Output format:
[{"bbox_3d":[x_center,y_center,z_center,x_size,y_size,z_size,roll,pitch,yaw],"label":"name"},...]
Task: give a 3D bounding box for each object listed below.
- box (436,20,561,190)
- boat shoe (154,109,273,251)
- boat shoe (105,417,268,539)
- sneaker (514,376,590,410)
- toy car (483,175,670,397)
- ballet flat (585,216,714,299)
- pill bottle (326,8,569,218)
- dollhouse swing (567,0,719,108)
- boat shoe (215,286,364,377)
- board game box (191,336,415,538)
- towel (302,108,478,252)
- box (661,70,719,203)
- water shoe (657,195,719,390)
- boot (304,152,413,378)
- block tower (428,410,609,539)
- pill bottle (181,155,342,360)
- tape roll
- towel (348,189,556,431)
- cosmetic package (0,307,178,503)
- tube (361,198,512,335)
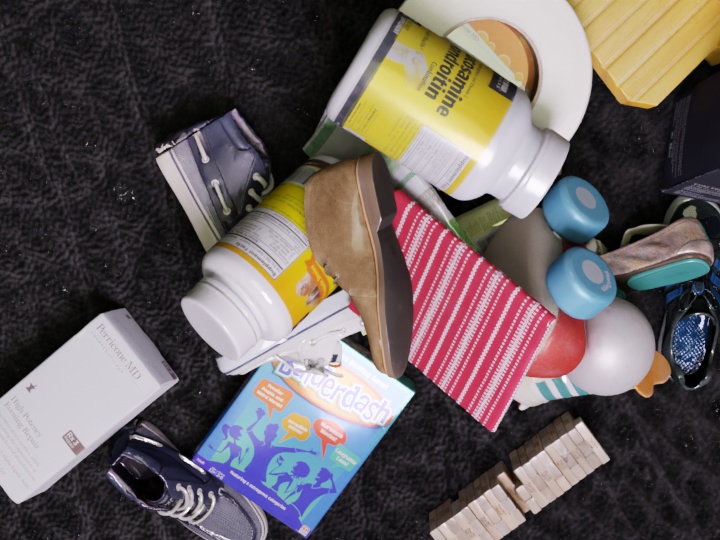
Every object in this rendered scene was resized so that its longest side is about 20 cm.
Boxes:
[{"bbox_3d":[0.121,-0.190,1.236,0.123,0.098,0.201,-8,102,3],"label":"box"},{"bbox_3d":[-0.118,-0.065,1.266,0.092,0.075,0.201,-29,100,13],"label":"boat shoe"},{"bbox_3d":[-0.185,0.242,1.332,0.200,0.093,0.075,36,100,-7],"label":"boat shoe"},{"bbox_3d":[0.204,0.103,1.325,0.198,0.071,0.094,6,136,-12],"label":"sneaker"},{"bbox_3d":[0.215,0.047,1.219,0.199,0.178,0.184,26,133,-21],"label":"toy car"},{"bbox_3d":[0.263,-0.005,1.288,0.199,0.068,0.068,-18,58,29],"label":"ballet flat"},{"bbox_3d":[0.078,-0.132,1.105,0.199,0.112,0.112,31,101,-6],"label":"pill bottle"},{"bbox_3d":[0.305,-0.279,1.172,0.200,0.181,0.176,51,57,-10],"label":"dollhouse swing"},{"bbox_3d":[-0.041,0.073,1.267,0.201,0.075,0.087,-27,98,-15],"label":"boat shoe"},{"bbox_3d":[-0.060,0.159,1.339,0.152,0.045,0.200,34,99,-7],"label":"board game box"},{"bbox_3d":[0.024,-0.071,1.220,0.031,0.149,0.200,-35,85,-20],"label":"towel"},{"bbox_3d":[0.414,-0.116,1.199,0.199,0.182,0.105,11,87,-4],"label":"box"},{"bbox_3d":[0.347,0.022,1.293,0.071,0.079,0.201,-1,102,0],"label":"water shoe"},{"bbox_3d":[0.000,0.000,1.139,0.075,0.074,0.201,-10,90,18],"label":"boot"},{"bbox_3d":[0.167,0.231,1.352,0.200,0.058,0.054,-37,100,9],"label":"block tower"},{"bbox_3d":[-0.073,-0.010,1.198,0.200,0.109,0.109,-45,101,-23],"label":"pill bottle"},{"bbox_3d":[0.113,-0.180,1.170,0.201,0.037,0.204,0,102,1],"label":"tape roll"},{"bbox_3d":[0.078,0.034,1.159,0.200,0.022,0.145,41,130,25],"label":"towel"},{"bbox_3d":[-0.299,0.139,1.311,0.200,0.074,0.102,-40,86,9],"label":"cosmetic package"},{"bbox_3d":[0.071,-0.012,1.305,0.199,0.058,0.052,-28,143,11],"label":"tube"}]
